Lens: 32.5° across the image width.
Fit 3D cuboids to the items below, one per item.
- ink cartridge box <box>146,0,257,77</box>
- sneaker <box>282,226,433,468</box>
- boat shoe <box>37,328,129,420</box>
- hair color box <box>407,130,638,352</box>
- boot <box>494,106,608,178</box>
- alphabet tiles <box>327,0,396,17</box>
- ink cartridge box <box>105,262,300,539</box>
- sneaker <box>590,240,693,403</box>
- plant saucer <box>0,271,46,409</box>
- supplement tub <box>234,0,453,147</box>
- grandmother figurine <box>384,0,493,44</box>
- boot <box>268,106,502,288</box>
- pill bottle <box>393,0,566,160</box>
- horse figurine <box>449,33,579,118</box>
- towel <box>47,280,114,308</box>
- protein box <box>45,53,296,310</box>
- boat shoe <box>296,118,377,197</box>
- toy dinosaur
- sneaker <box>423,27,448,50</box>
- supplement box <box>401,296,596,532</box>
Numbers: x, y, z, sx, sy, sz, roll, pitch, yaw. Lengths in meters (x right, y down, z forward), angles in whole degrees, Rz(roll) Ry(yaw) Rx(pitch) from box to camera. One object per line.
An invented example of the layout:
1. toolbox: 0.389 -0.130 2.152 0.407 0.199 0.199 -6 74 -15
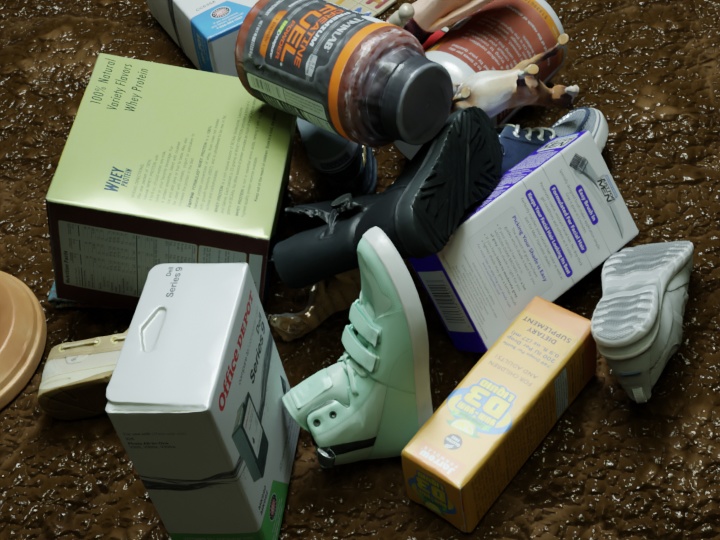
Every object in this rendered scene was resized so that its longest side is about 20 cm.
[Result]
1. ink cartridge box: -0.151 -0.314 1.440 0.145 0.087 0.200 -28 52 -16
2. sneaker: -0.008 0.071 0.993 0.116 0.204 0.074 -14 24 -12
3. boat shoe: -0.192 0.077 1.106 0.196 0.074 0.070 -10 53 1
4. hair color box: 0.147 -0.027 1.117 0.199 0.110 0.065 -35 14 -21
5. boot: 0.167 -0.116 1.200 0.072 0.091 0.201 -8 35 50
6. alphabet tiles: -0.060 -0.322 1.494 0.165 0.006 0.199 33 60 32
7. ink cartridge box: -0.116 0.114 0.970 0.083 0.202 0.147 -2 46 13
8. sneaker: 0.247 0.039 1.080 0.074 0.083 0.200 -5 26 32
9. plant saucer: -0.398 0.068 1.172 0.196 0.038 0.202 -5 47 5
10. supplement tub: -0.013 -0.174 1.086 0.199 0.108 0.107 27 56 38
11. grandmother figurine: 0.062 -0.251 1.247 0.199 0.121 0.061 -35 73 26
12. boot: 0.021 -0.065 1.100 0.166 0.077 0.201 -12 29 37
13. pill bottle: 0.117 -0.197 1.279 0.111 0.113 0.200 28 57 30
14. horse figurine: 0.117 -0.166 1.159 0.197 0.133 0.051 -18 81 -4
15. towel: -0.222 -0.040 1.255 0.144 0.022 0.202 2 50 10
16. protein box: -0.172 -0.074 1.168 0.196 0.136 0.201 10 49 -2
17. boat shoe: -0.035 -0.161 1.276 0.070 0.091 0.203 -20 54 9
18. toy dinosaur: 0.000 0.000 1.168 0.198 0.061 0.107 -30 66 -5
19. sneaker: 0.011 -0.205 1.341 0.197 0.077 0.086 -19 57 6
20. supplement box: 0.118 0.116 1.027 0.066 0.069 0.200 25 58 30
